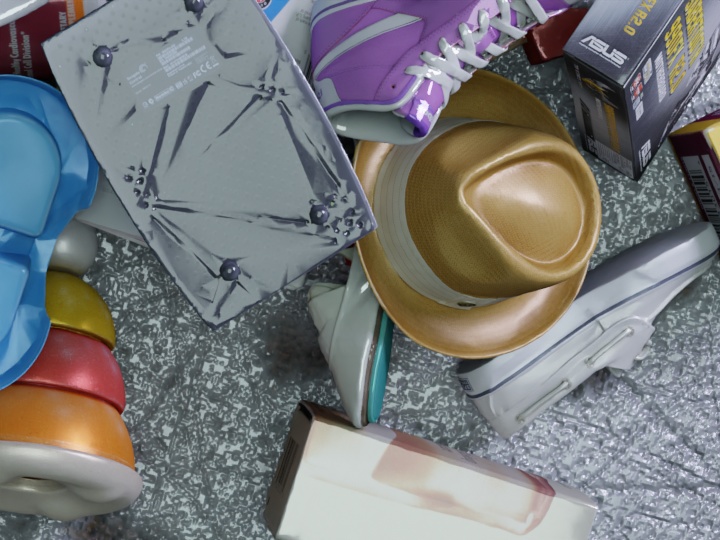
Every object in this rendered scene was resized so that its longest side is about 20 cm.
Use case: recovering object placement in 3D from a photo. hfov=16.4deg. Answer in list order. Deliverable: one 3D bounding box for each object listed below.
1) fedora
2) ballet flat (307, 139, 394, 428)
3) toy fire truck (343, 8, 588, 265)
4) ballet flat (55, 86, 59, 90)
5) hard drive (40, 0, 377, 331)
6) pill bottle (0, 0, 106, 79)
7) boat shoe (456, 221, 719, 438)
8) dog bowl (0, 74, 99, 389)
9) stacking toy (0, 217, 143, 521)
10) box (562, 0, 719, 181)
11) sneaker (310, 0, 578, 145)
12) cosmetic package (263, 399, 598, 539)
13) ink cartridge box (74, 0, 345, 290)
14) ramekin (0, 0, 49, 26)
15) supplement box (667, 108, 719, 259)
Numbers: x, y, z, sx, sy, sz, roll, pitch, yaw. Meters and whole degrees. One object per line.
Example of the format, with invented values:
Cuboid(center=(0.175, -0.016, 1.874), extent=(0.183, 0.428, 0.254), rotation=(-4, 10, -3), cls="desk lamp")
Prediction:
Cuboid(center=(0.088, -0.038, 1.576), extent=(0.200, 0.082, 0.202), rotation=(2, 86, -35), cls="fedora")
Cuboid(center=(0.000, 0.000, 1.611), extent=(0.069, 0.069, 0.201), rotation=(14, 81, -8), cls="ballet flat")
Cuboid(center=(0.069, -0.090, 1.670), extent=(0.199, 0.049, 0.142), rotation=(-14, 93, -6), cls="toy fire truck")
Cuboid(center=(-0.215, -0.084, 1.623), extent=(0.199, 0.067, 0.067), rotation=(-26, 96, -6), cls="ballet flat")
Cuboid(center=(-0.092, -0.080, 1.505), extent=(0.134, 0.042, 0.201), rotation=(-32, 98, -9), cls="hard drive")
Cuboid(center=(-0.263, -0.173, 1.591), extent=(0.198, 0.114, 0.115), rotation=(-6, 92, -7), cls="pill bottle")
Cuboid(center=(0.163, 0.041, 1.677), extent=(0.199, 0.072, 0.066), rotation=(-34, 100, -5), cls="boat shoe")
Cuboid(center=(-0.233, -0.024, 1.527), extent=(0.111, 0.050, 0.201), rotation=(17, 95, -18), cls="dog bowl")
Cuboid(center=(-0.205, 0.053, 1.618), extent=(0.145, 0.146, 0.201), rotation=(7, 72, -8), cls="stacking toy")
Cuboid(center=(0.198, -0.159, 1.605), extent=(0.048, 0.200, 0.159), rotation=(33, 82, 15), cls="box")
Cuboid(center=(0.064, -0.135, 1.519), extent=(0.199, 0.073, 0.115), rotation=(-20, 50, 22), cls="sneaker")
Cuboid(center=(0.044, 0.159, 1.648), extent=(0.199, 0.103, 0.088), rotation=(19, 90, -9), cls="cosmetic package")
Cuboid(center=(-0.084, -0.104, 1.600), extent=(0.146, 0.084, 0.201), rotation=(18, 89, -46), cls="ink cartridge box")
Cuboid(center=(-0.243, -0.236, 1.455), extent=(0.199, 0.201, 0.098), rotation=(-25, 60, -6), cls="ramekin")
Cuboid(center=(0.328, -0.075, 1.678), extent=(0.199, 0.103, 0.132), rotation=(-26, 94, -7), cls="supplement box")
